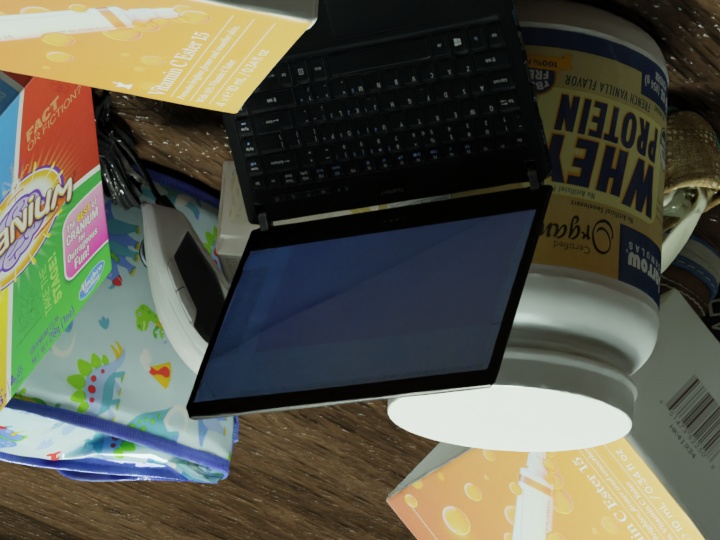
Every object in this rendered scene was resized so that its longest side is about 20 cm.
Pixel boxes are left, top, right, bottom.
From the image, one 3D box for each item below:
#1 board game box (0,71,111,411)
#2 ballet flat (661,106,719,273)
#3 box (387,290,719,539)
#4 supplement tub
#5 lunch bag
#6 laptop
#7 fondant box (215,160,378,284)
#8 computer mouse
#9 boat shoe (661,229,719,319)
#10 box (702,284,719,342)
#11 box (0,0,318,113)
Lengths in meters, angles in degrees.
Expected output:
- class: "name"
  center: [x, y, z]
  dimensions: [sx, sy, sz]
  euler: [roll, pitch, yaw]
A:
- class: "board game box"
  center: [-0.191, -0.020, 1.518]
  dimensions: [0.040, 0.153, 0.200]
  euler: [23, 145, 18]
- class: "ballet flat"
  center: [0.117, -0.003, 1.574]
  dimensions: [0.200, 0.065, 0.070]
  euler: [-43, 153, 9]
- class: "box"
  center: [0.129, 0.117, 1.640]
  dimensions: [0.125, 0.097, 0.200]
  euler: [51, 141, -3]
- class: "supplement tub"
  center: [0.080, -0.021, 1.478]
  dimensions: [0.144, 0.201, 0.144]
  euler: [3, 162, 1]
- class: "lunch bag"
  center: [-0.162, 0.027, 1.726]
  dimensions: [0.199, 0.171, 0.127]
  euler: [11, 160, -22]
- class: "laptop"
  center: [-0.011, -0.047, 1.388]
  dimensions: [0.177, 0.201, 0.103]
  euler: [-8, -169, 33]
- class: "fondant box"
  center: [0.000, 0.000, 1.688]
  dimensions: [0.143, 0.059, 0.200]
  euler: [3, 163, 5]
- class: "computer mouse"
  center: [-0.104, -0.002, 1.620]
  dimensions: [0.044, 0.200, 0.110]
  euler: [-32, 162, -5]
- class: "boat shoe"
  center: [0.131, 0.037, 1.723]
  dimensions: [0.072, 0.073, 0.200]
  euler: [31, 150, -13]
- class: "box"
  center: [0.238, 0.102, 1.776]
  dimensions: [0.159, 0.201, 0.044]
  euler: [-7, 154, 1]
- class: "box"
  center: [-0.127, -0.149, 1.297]
  dimensions: [0.199, 0.098, 0.124]
  euler: [10, 161, -16]
